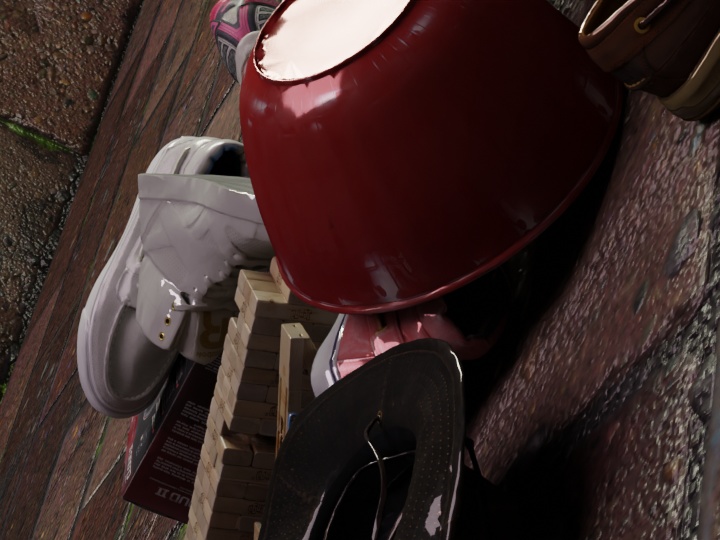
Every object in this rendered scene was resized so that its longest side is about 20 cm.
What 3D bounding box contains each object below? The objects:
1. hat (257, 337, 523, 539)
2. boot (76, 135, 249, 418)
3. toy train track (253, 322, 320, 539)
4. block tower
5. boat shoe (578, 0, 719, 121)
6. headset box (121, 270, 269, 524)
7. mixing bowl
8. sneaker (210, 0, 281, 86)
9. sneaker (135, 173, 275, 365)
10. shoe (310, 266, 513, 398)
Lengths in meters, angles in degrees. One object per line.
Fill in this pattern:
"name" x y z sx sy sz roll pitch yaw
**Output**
"hat" 0.020 0.125 0.903 0.201 0.081 0.201 -50 27 38
"boot" -0.128 0.003 1.391 0.096 0.073 0.200 1 74 66
"toy train track" -0.028 0.125 1.094 0.115 0.032 0.201 -129 39 -67
"block tower" -0.057 0.094 1.201 0.058 0.054 0.200 -124 44 -67
"boat shoe" 0.158 -0.164 0.872 0.200 0.067 0.072 -64 13 10
"headset box" -0.100 0.075 1.472 0.200 0.075 0.149 -61 14 22
"mixing bowl" 0.016 -0.088 1.023 0.200 0.108 0.200 -25 34 18
"sneaker" -0.028 -0.129 1.364 0.081 0.075 0.200 -39 -24 9
"sneaker" -0.075 0.002 1.269 0.200 0.074 0.116 9 96 58
"shoe" 0.037 0.002 1.086 0.091 0.071 0.200 -38 19 29
